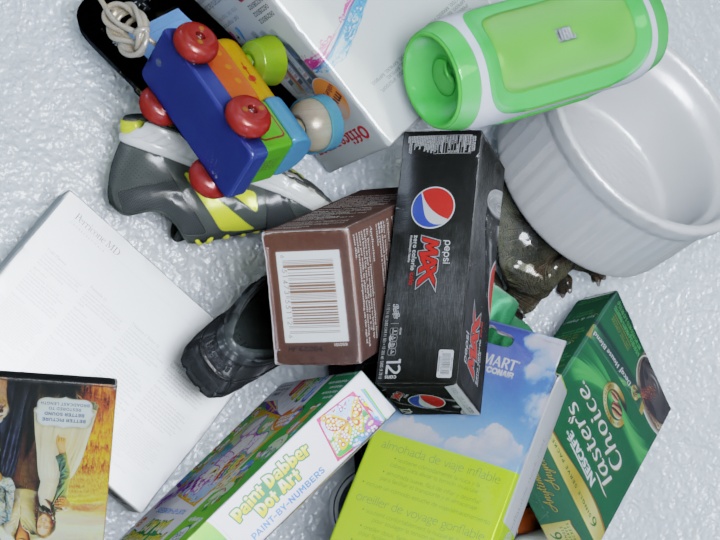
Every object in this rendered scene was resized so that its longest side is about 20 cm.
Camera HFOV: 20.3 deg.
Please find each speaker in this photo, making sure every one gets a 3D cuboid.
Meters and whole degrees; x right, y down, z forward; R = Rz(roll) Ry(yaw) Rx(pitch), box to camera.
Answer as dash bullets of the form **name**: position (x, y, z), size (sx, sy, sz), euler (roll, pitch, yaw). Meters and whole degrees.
- **speaker**: position (0.132, -0.163, 1.491), size (0.199, 0.088, 0.089), euler (-18, 92, -30)

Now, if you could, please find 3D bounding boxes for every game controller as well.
- **game controller**: position (-0.125, -0.148, 1.525), size (0.200, 0.042, 0.104), euler (44, 38, 12)

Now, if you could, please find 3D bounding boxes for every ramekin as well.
- **ramekin**: position (0.205, -0.092, 1.616), size (0.199, 0.098, 0.202), euler (21, 49, -25)

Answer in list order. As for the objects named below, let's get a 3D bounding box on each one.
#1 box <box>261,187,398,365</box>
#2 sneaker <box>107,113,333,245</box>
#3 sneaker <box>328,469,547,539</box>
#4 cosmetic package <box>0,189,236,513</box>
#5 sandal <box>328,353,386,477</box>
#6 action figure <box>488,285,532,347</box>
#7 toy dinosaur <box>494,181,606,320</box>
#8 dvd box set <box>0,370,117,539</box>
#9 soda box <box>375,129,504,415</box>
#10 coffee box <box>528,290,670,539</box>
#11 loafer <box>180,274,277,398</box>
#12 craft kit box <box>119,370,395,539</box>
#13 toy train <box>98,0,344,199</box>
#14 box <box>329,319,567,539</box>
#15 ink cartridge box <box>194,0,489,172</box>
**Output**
- **box**: position (0.000, 0.000, 1.498), size (0.074, 0.200, 0.101), euler (-2, 99, 23)
- **sneaker**: position (-0.107, -0.054, 1.561), size (0.199, 0.074, 0.085), euler (22, 98, -18)
- **sneaker**: position (0.078, 0.184, 1.596), size (0.198, 0.079, 0.079), euler (-1, 87, -18)
- **cosmetic package**: position (-0.197, 0.062, 1.520), size (0.200, 0.052, 0.151), euler (43, 75, -12)
- **sandal**: position (0.020, 0.124, 1.566), size (0.075, 0.043, 0.202), euler (-9, 69, -1)
- **action figure**: position (0.080, 0.123, 1.551), size (0.118, 0.054, 0.201), euler (47, 56, -38)
- **toy dinosaur**: position (0.143, -0.033, 1.638), size (0.102, 0.077, 0.202), euler (10, 86, -31)
- **dvd box set**: position (-0.257, 0.174, 1.466), size (0.145, 0.029, 0.202), euler (5, 97, -10)
- **soda box**: position (0.060, 0.001, 1.466), size (0.063, 0.071, 0.201), euler (-1, 67, 20)
- **coffee box**: position (0.180, 0.119, 1.593), size (0.124, 0.044, 0.200), euler (64, 36, -16)
- **loafer**: position (-0.056, 0.033, 1.528), size (0.068, 0.070, 0.200), euler (53, 41, 2)
- **craft kit box**: position (-0.085, 0.158, 1.474), size (0.049, 0.200, 0.198), euler (47, 72, -9)
- **toy train**: position (-0.104, -0.152, 1.472), size (0.115, 0.085, 0.201), euler (-17, 64, -42)
- **box**: position (0.069, 0.134, 1.471), size (0.121, 0.048, 0.201), euler (15, 71, 22)
- **ink cartridge box**: position (-0.013, -0.202, 1.557), size (0.145, 0.145, 0.200), euler (-43, 99, -19)
